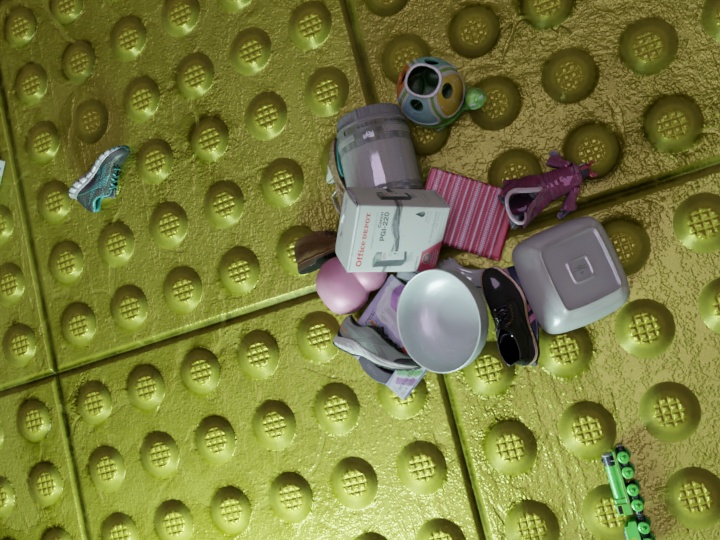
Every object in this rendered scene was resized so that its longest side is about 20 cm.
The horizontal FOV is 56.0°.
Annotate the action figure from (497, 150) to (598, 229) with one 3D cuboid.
[{"bbox_3d":[0.365,-0.171,1.315,0.197,0.149,0.137,-25,79,13],"label":"action figure"}]

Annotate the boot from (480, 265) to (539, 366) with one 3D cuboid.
[{"bbox_3d":[0.271,0.082,1.271,0.077,0.138,0.203,-32,73,22],"label":"boot"}]

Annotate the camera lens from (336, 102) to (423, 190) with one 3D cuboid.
[{"bbox_3d":[0.039,-0.224,1.414,0.156,0.160,0.205,-15,83,16],"label":"camera lens"}]

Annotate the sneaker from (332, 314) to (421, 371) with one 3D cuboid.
[{"bbox_3d":[0.039,0.153,1.393,0.196,0.074,0.081,21,88,17],"label":"sneaker"}]

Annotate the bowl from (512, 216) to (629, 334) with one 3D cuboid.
[{"bbox_3d":[0.413,0.003,1.301,0.196,0.075,0.204,-21,81,-6],"label":"bowl"}]

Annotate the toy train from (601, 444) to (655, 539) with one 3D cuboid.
[{"bbox_3d":[0.513,0.439,1.299,0.055,0.041,0.205,-18,82,26],"label":"toy train"}]

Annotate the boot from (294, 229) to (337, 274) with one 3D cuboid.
[{"bbox_3d":[-0.062,-0.064,1.489,0.196,0.073,0.077,-23,74,18],"label":"boot"}]

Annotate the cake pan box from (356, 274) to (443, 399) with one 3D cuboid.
[{"bbox_3d":[0.080,0.143,1.443,0.183,0.052,0.201,40,99,17],"label":"cake pan box"}]

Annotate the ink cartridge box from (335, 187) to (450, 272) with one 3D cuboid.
[{"bbox_3d":[0.061,-0.079,1.323,0.195,0.085,0.149,0,119,-19],"label":"ink cartridge box"}]

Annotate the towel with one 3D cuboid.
[{"bbox_3d":[0.219,-0.116,1.403,0.195,0.022,0.148,18,93,5],"label":"towel"}]

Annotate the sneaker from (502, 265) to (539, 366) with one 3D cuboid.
[{"bbox_3d":[0.317,0.091,1.361,0.080,0.070,0.205,-5,78,13],"label":"sneaker"}]

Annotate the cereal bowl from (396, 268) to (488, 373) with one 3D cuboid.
[{"bbox_3d":[0.171,0.096,1.333,0.197,0.082,0.206,2,93,41],"label":"cereal bowl"}]

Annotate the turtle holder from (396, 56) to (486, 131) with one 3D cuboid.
[{"bbox_3d":[0.156,-0.360,1.398,0.141,0.131,0.186,-46,76,10],"label":"turtle holder"}]

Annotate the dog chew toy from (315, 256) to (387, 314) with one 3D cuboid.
[{"bbox_3d":[0.000,0.000,1.439,0.199,0.124,0.125,-40,77,7],"label":"dog chew toy"}]

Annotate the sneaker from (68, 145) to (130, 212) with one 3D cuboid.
[{"bbox_3d":[-0.629,-0.225,1.682,0.199,0.078,0.092,-42,92,15],"label":"sneaker"}]

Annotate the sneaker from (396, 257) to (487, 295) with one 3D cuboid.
[{"bbox_3d":[0.175,0.009,1.415,0.195,0.073,0.073,12,82,8],"label":"sneaker"}]

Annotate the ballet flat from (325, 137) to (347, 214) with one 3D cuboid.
[{"bbox_3d":[-0.043,-0.189,1.491,0.064,0.070,0.205,-22,77,29],"label":"ballet flat"}]

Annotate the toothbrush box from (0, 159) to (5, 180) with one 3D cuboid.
[{"bbox_3d":[-1.048,-0.214,1.796,0.142,0.086,0.205,13,92,18],"label":"toothbrush box"}]
